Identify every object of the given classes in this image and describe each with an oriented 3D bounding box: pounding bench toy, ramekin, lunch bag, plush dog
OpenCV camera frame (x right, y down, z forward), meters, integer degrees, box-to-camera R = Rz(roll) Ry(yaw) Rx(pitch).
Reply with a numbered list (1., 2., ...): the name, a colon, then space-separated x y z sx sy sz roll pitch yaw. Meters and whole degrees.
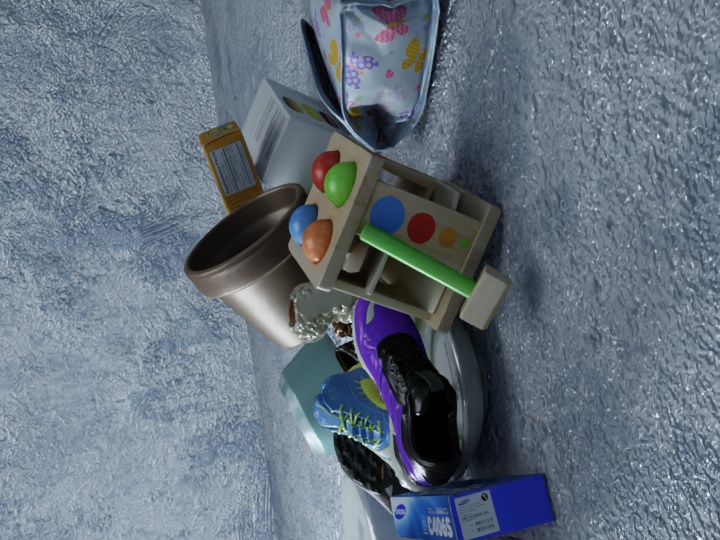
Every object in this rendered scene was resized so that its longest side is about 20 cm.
1. pounding bench toy: 0.030 -0.029 0.677 0.126 0.154 0.200 -66 24 11
2. ramekin: 0.041 0.349 1.007 0.200 0.096 0.204 172 90 -75
3. lunch bag: 0.002 -0.250 0.812 0.201 0.125 0.172 92 165 -54
4. plush dog: 0.000 0.000 0.977 0.172 0.157 0.204 57 -138 -85

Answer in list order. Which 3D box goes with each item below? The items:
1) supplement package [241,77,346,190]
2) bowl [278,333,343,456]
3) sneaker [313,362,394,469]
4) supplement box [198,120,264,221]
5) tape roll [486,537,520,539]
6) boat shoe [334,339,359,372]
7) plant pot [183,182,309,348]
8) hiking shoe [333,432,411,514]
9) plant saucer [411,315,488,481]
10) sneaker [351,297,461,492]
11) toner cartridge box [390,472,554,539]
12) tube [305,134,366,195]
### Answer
1. supplement package: -0.107 -0.209 1.198 0.111 0.112 0.201 -62 30 20
2. bowl: -0.056 0.202 1.157 0.202 0.104 0.201 58 170 17
3. sneaker: 0.005 0.178 0.851 0.200 0.103 0.077 -122 25 -62
4. supplement box: -0.179 -0.116 1.135 0.067 0.068 0.203 -130 22 -62
5. tape roll: 0.066 0.288 0.693 0.203 0.199 0.038 137 124 -72
6. boat shoe: 0.030 0.169 0.971 0.201 0.064 0.074 53 143 38
7. plant pot: -0.118 0.007 1.050 0.176 0.199 0.200 57 176 -25
8. hiking shoe: 0.036 0.254 0.913 0.200 0.074 0.087 46 172 36
9. plant saucer: 0.091 0.115 0.795 0.200 0.049 0.204 172 90 -74
10. sneaker: 0.052 0.105 0.723 0.100 0.068 0.203 128 125 -66
11. toner cartridge box: 0.100 0.231 0.736 0.200 0.093 0.044 127 133 -69
12. tube: -0.043 -0.118 1.078 0.200 0.057 0.053 -41 33 51
